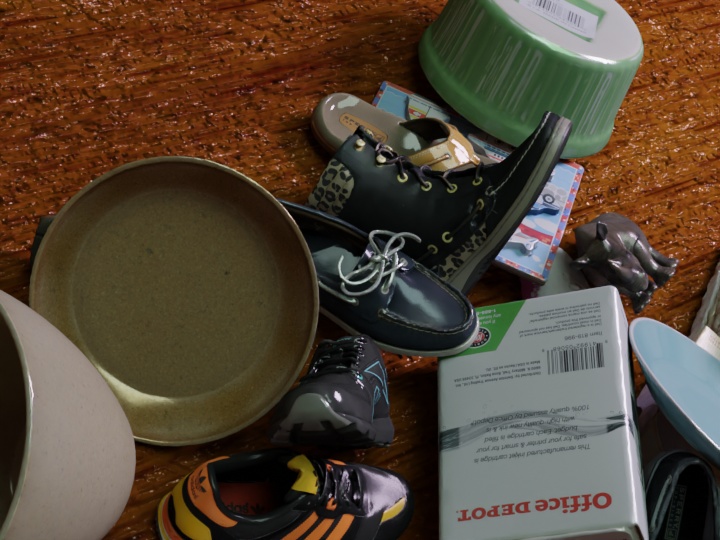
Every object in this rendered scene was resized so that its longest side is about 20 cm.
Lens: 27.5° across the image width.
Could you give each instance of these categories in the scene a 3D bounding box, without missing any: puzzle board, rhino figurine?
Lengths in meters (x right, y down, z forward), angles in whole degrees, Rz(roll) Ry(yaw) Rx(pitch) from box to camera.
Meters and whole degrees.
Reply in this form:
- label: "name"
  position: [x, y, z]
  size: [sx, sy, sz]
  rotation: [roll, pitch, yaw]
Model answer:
- label: "puzzle board"
  position: [0.088, -0.082, 1.273]
  size: [0.198, 0.017, 0.152]
  rotation: [24, 49, 1]
- label: "rhino figurine"
  position: [0.219, -0.009, 1.250]
  size: [0.087, 0.060, 0.200]
  rotation: [41, 12, 8]

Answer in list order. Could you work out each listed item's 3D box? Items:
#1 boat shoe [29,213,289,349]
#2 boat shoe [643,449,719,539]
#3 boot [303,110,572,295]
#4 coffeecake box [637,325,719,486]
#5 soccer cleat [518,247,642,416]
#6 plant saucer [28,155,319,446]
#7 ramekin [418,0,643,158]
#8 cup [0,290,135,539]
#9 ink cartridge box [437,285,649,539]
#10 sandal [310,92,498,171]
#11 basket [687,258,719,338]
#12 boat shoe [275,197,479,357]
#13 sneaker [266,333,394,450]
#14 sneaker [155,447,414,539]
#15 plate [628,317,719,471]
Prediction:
- label: "boat shoe"
  position: [-0.141, 0.004, 1.076]
  size: [0.197, 0.077, 0.074]
  rotation: [18, 18, -9]
- label: "boat shoe"
  position: [0.231, 0.234, 1.079]
  size: [0.071, 0.068, 0.203]
  rotation: [10, 87, -4]
- label: "boot"
  position: [0.057, -0.072, 1.162]
  size: [0.153, 0.204, 0.073]
  rotation: [37, 24, 4]
- label: "coffeecake box"
  position: [0.285, 0.170, 1.208]
  size: [0.153, 0.073, 0.200]
  rotation: [42, 48, 0]
- label: "soccer cleat"
  position: [0.189, 0.052, 1.221]
  size: [0.069, 0.086, 0.202]
  rotation: [6, 56, -27]
- label: "plant saucer"
  position: [-0.128, 0.019, 1.020]
  size: [0.198, 0.202, 0.035]
  rotation: [28, 8, -11]
- label: "ramekin"
  position: [0.160, -0.203, 1.340]
  size: [0.198, 0.098, 0.201]
  rotation: [18, 36, -14]
- label: "cup"
  position: [-0.219, 0.112, 0.887]
  size: [0.143, 0.199, 0.202]
  rotation: [21, 44, -55]
- label: "ink cartridge box"
  position: [0.134, 0.126, 1.094]
  size: [0.145, 0.083, 0.202]
  rotation: [-9, 53, 16]
- label: "sandal"
  position: [0.051, -0.101, 1.229]
  size: [0.198, 0.054, 0.081]
  rotation: [28, 48, 6]
- label: "basket"
  position: [0.423, 0.052, 1.315]
  size: [0.197, 0.161, 0.201]
  rotation: [37, 49, -4]
- label: "boat shoe"
  position: [0.000, 0.000, 1.119]
  size: [0.198, 0.062, 0.075]
  rotation: [28, 56, 16]
- label: "sneaker"
  position: [-0.021, 0.083, 1.017]
  size: [0.074, 0.200, 0.081]
  rotation: [-2, 82, 7]
- label: "sneaker"
  position: [-0.036, 0.159, 1.010]
  size: [0.198, 0.090, 0.071]
  rotation: [2, 58, -30]
- label: "plate"
  position: [0.277, 0.115, 1.135]
  size: [0.199, 0.026, 0.201]
  rotation: [34, 20, -14]
